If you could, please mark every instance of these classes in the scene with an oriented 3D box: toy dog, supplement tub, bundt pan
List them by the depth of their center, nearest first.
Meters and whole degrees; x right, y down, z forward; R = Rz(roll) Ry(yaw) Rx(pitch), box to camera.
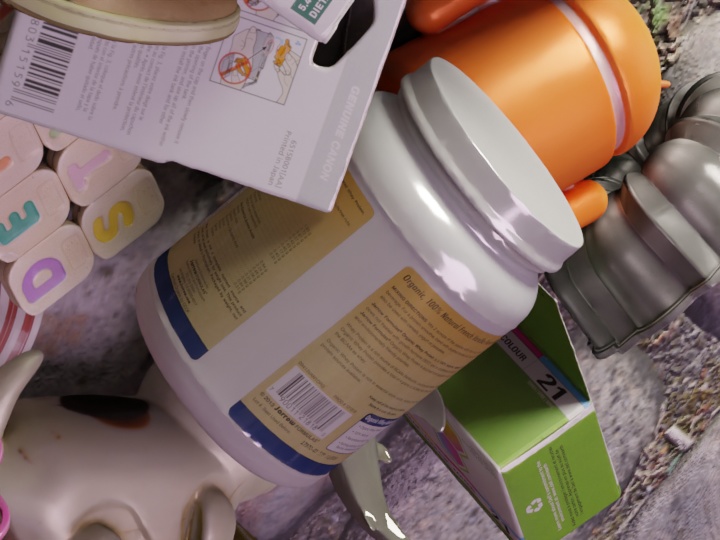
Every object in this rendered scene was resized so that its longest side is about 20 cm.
[{"bbox_3d":[0.000,0.000,1.275,0.200,0.145,0.144,-38,143,15],"label":"supplement tub"},{"bbox_3d":[-0.126,0.105,1.387,0.200,0.139,0.195,-28,113,-27],"label":"toy dog"},{"bbox_3d":[0.186,-0.044,1.496,0.202,0.202,0.076,-44,97,7],"label":"bundt pan"}]

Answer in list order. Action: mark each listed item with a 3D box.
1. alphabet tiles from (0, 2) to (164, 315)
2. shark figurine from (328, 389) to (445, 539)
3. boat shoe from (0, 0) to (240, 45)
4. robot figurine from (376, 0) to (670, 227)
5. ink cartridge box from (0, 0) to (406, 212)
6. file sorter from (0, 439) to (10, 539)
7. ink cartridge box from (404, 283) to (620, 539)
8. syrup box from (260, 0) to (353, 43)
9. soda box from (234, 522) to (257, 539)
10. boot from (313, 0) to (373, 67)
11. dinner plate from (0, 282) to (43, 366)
[{"bbox_3d":[-0.165,-0.072,1.251,0.195,0.015,0.200,-38,136,-18],"label":"alphabet tiles"},{"bbox_3d":[-0.001,0.096,1.434,0.128,0.216,0.089,-15,167,20],"label":"shark figurine"},{"bbox_3d":[-0.145,-0.155,1.115,0.200,0.073,0.063,19,111,-3],"label":"boat shoe"},{"bbox_3d":[0.085,-0.093,1.395,0.199,0.144,0.117,-30,162,-17],"label":"robot figurine"},{"bbox_3d":[-0.065,-0.147,1.181,0.173,0.044,0.201,17,107,-10],"label":"ink cartridge box"},{"bbox_3d":[-0.255,0.151,1.275,0.139,0.125,0.201,-21,137,-26],"label":"file sorter"},{"bbox_3d":[0.069,0.055,1.491,0.076,0.148,0.200,-35,140,-9],"label":"ink cartridge box"},{"bbox_3d":[-0.077,-0.194,1.099,0.200,0.081,0.079,33,103,-15],"label":"syrup box"},{"bbox_3d":[-0.053,0.234,1.611,0.068,0.064,0.200,-43,141,-1],"label":"soda box"},{"bbox_3d":[0.005,-0.172,1.291,0.181,0.073,0.201,-18,132,-24],"label":"boot"},{"bbox_3d":[-0.254,0.032,1.285,0.199,0.024,0.201,-23,136,-23],"label":"dinner plate"}]
